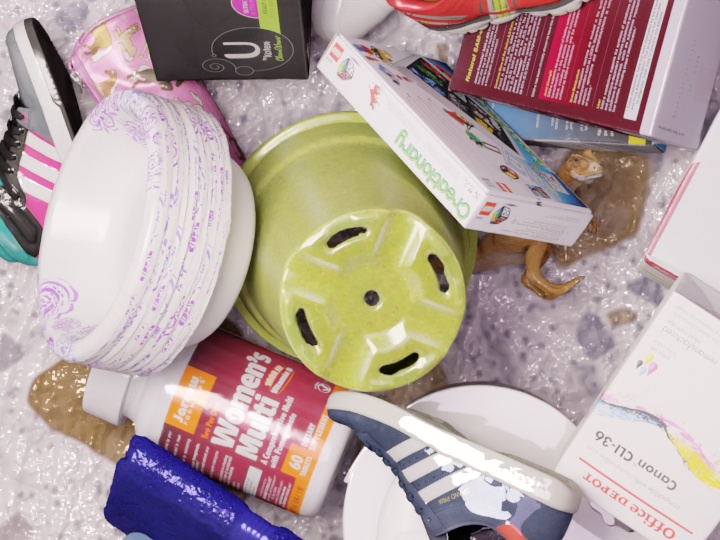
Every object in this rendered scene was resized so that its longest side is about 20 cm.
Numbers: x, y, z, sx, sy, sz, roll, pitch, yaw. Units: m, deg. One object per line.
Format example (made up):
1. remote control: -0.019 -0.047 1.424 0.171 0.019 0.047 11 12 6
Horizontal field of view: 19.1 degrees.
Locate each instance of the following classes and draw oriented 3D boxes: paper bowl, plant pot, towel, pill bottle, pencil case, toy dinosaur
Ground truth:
1. paper bowl: -0.149 -0.022 1.545 0.104 0.200 0.202 15 89 -30
2. plant pot: 0.000 0.000 1.543 0.199 0.184 0.202 -2 105 -6
3. towel: -0.099 0.204 1.627 0.199 0.148 0.050 32 61 4
4. pill bottle: -0.105 0.104 1.639 0.199 0.110 0.110 22 89 3
5. pencil case: -0.149 -0.106 1.663 0.086 0.083 0.201 -32 87 14
6. toy dinosaur: 0.122 -0.022 1.660 0.200 0.060 0.107 -35 87 25

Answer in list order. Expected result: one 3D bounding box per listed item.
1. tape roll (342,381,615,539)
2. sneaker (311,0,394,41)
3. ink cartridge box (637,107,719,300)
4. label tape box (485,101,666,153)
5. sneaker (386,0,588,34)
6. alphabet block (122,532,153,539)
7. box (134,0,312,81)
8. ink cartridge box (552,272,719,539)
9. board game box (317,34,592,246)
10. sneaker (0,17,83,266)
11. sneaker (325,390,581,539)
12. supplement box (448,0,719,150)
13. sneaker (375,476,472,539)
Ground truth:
1. tape roll: 0.089 0.185 1.611 0.201 0.139 0.204 0 88 4
2. sneaker: 0.054 -0.243 1.637 0.200 0.074 0.115 -52 47 0
3. ink cartridge box: 0.273 -0.048 1.580 0.083 0.200 0.146 27 90 7
4. label tape box: 0.194 -0.162 1.603 0.199 0.063 0.145 7 88 41
5. sneaker: 0.097 -0.216 1.516 0.199 0.085 0.077 -20 69 42
6. alphabet block: -0.167 0.346 1.574 0.196 0.195 0.200 36 104 5
7. box: -0.099 -0.262 1.601 0.123 0.149 0.201 0 63 4
8. ink cartridge box: 0.214 0.118 1.478 0.116 0.067 0.201 33 109 5
9. board game box: 0.069 -0.097 1.577 0.200 0.126 0.035 50 116 35
10. sneaker: -0.271 -0.088 1.654 0.120 0.084 0.201 -15 110 2
11. sneaker: 0.050 0.149 1.472 0.199 0.075 0.085 24 92 29
12. supplement box: 0.163 -0.160 1.542 0.199 0.061 0.109 19 96 44
13. sneaker: 0.040 0.235 1.503 0.070 0.080 0.202 6 84 4
